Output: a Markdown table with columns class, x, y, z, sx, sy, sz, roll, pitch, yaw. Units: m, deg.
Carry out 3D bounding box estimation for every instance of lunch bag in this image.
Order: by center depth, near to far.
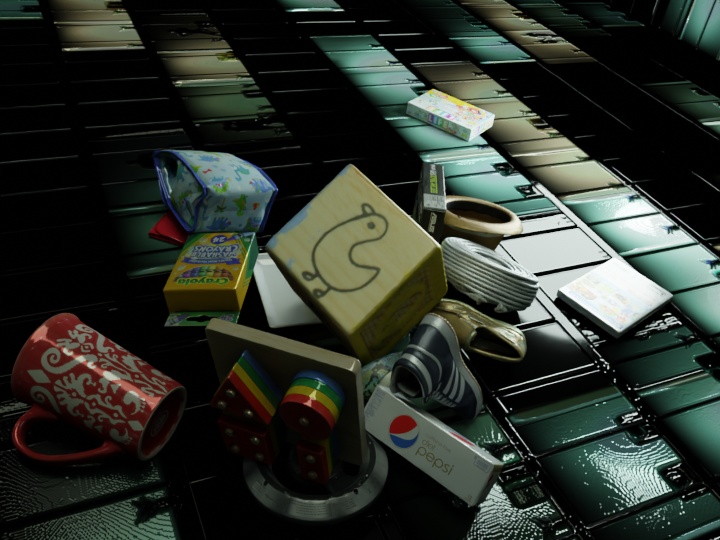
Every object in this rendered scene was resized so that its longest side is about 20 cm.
| class | x | y | z | sx | sy | sz | roll | pitch | yaw |
| --- | --- | --- | --- | --- | --- | --- | --- | --- | --- |
| lunch bag | -0.284 | -0.164 | 1.401 | 0.168 | 0.129 | 0.200 | -3 | 41 | -44 |

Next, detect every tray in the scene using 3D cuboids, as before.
| class | x | y | z | sx | sy | sz | roll | pitch | yaw |
| --- | --- | --- | --- | --- | --- | --- | --- | --- | --- |
| tray | -0.128 | 0.035 | 1.290 | 0.105 | 0.023 | 0.201 | -4 | 39 | -19 |

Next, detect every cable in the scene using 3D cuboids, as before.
| class | x | y | z | sx | sy | sz | roll | pitch | yaw |
| --- | --- | --- | --- | --- | --- | --- | --- | --- | --- |
| cable | 0.222 | 0.004 | 1.315 | 0.199 | 0.070 | 0.198 | 34 | 17 | 35 |

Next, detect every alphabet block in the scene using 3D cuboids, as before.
| class | x | y | z | sx | sy | sz | roll | pitch | yaw |
| --- | --- | --- | --- | --- | --- | --- | --- | --- | --- |
| alphabet block | 0.000 | 0.000 | 1.143 | 0.195 | 0.197 | 0.200 | -44 | 67 | -7 |

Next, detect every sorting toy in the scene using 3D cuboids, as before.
| class | x | y | z | sx | sy | sz | roll | pitch | yaw |
| --- | --- | --- | --- | --- | --- | --- | --- | --- | --- |
| sorting toy | -0.098 | 0.173 | 0.910 | 0.196 | 0.201 | 0.070 | 14 | 47 | 17 |

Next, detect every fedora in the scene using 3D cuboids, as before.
| class | x | y | z | sx | sy | sz | roll | pitch | yaw |
| --- | --- | --- | --- | --- | --- | --- | --- | --- | --- |
| fedora | 0.223 | -0.082 | 1.462 | 0.196 | 0.083 | 0.201 | 10 | 25 | -5 |

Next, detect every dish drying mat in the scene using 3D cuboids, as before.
| class | x | y | z | sx | sy | sz | roll | pitch | yaw |
| --- | --- | --- | --- | --- | --- | --- | --- | --- | --- |
| dish drying mat | -0.336 | -0.116 | 1.445 | 0.075 | 0.018 | 0.201 | 16 | 37 | 7 |

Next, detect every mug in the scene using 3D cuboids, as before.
| class | x | y | z | sx | sy | sz | roll | pitch | yaw |
| --- | --- | --- | --- | --- | --- | --- | --- | --- | --- |
| mug | -0.353 | 0.181 | 0.993 | 0.197 | 0.180 | 0.133 | 24 | 2 | 12 |

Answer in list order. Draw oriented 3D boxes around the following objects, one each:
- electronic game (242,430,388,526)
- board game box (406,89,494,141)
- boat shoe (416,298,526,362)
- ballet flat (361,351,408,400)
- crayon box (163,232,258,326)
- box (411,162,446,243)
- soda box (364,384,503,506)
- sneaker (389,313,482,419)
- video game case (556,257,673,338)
| class | x | y | z | sx | sy | sz | roll | pitch | yaw |
| --- | --- | --- | --- | --- | --- | --- | --- | --- | --- |
| electronic game | -0.060 | 0.260 | 0.991 | 0.195 | 0.042 | 0.201 | 3 | 30 | -2 |
| board game box | 0.239 | -0.415 | 1.955 | 0.198 | 0.035 | 0.134 | 29 | 41 | 24 |
| boat shoe | 0.176 | 0.100 | 1.205 | 0.196 | 0.073 | 0.076 | 15 | 18 | 7 |
| ballet flat | 0.073 | 0.159 | 1.126 | 0.197 | 0.075 | 0.074 | -21 | 45 | -28 |
| crayon box | -0.253 | 0.010 | 1.251 | 0.123 | 0.052 | 0.202 | -1 | 37 | 6 |
| box | 0.113 | -0.065 | 1.318 | 0.046 | 0.197 | 0.201 | 7 | 29 | 1 |
| soda box | 0.095 | 0.239 | 1.017 | 0.198 | 0.064 | 0.068 | 31 | 0 | 26 |
| sneaker | 0.107 | 0.169 | 1.054 | 0.069 | 0.202 | 0.109 | 10 | 47 | 41 |
| video game case | 0.491 | 0.048 | 1.417 | 0.198 | 0.018 | 0.143 | -22 | 48 | -36 |
